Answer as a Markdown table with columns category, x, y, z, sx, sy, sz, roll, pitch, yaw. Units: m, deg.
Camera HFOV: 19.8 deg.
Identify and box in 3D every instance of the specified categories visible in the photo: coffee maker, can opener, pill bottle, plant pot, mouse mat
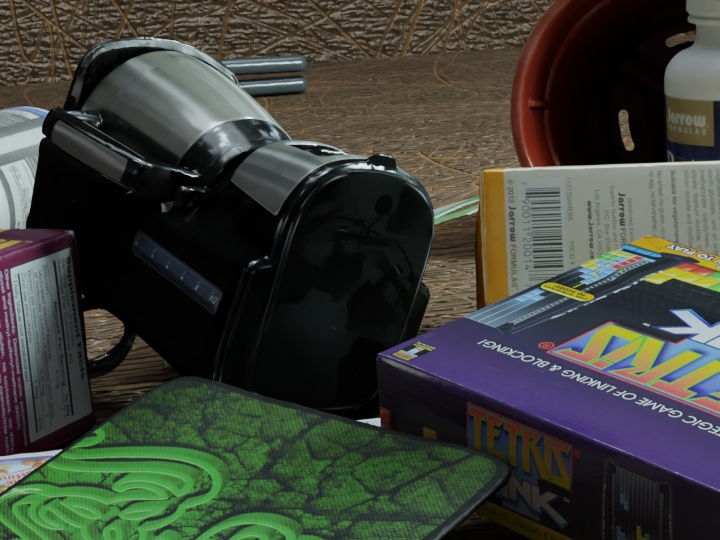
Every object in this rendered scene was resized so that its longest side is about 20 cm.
| category | x | y | z | sx | sy | sz | roll | pitch | yaw |
| --- | --- | --- | --- | --- | --- | --- | --- | --- | --- |
| coffee maker | -0.068 | 0.003 | 1.030 | 0.134 | 0.193 | 0.200 | -17 | 34 | -31 |
| can opener | -0.167 | -0.245 | 2.608 | 0.198 | 0.053 | 0.066 | -5 | 10 | -10 |
| pill bottle | -0.271 | -0.045 | 1.417 | 0.113 | 0.115 | 0.200 | 1 | 11 | 20 |
| plant pot | 0.227 | -0.113 | 1.464 | 0.199 | 0.202 | 0.195 | 0 | 3 | 19 |
| pill bottle | 0.226 | -0.069 | 1.157 | 0.110 | 0.202 | 0.111 | -3 | 10 | 1 |
| mouse mat | -0.062 | 0.094 | 0.769 | 0.199 | 0.008 | 0.161 | 9 | 34 | 44 |

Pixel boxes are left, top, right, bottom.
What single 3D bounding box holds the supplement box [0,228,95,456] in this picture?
| category | x | y | z | sx | sy | sz | roll | pitch | yaw |
| --- | --- | --- | --- | --- | --- | --- | --- | --- | --- |
| supplement box | -0.227 | 0.047 | 0.942 | 0.130 | 0.104 | 0.200 | -1 | 10 | 21 |

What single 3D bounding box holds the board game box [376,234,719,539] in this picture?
| category | x | y | z | sx | sy | sz | roll | pitch | yaw |
| --- | --- | --- | --- | --- | --- | --- | --- | --- | --- |
| board game box | 0.132 | 0.055 | 0.790 | 0.165 | 0.057 | 0.199 | -21 | 28 | -38 |

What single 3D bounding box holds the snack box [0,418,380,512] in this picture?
| category | x | y | z | sx | sy | sz | roll | pitch | yaw |
| --- | --- | --- | --- | --- | --- | --- | --- | --- | --- |
| snack box | -0.076 | 0.091 | 0.874 | 0.198 | 0.025 | 0.072 | -5 | 13 | -10 |

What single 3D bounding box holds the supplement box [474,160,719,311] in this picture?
| category | x | y | z | sx | sy | sz | roll | pitch | yaw |
| --- | --- | --- | --- | --- | --- | --- | --- | --- | --- |
| supplement box | 0.158 | -0.003 | 1.044 | 0.198 | 0.074 | 0.126 | -2 | -16 | 1 |

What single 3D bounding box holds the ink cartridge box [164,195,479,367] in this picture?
| category | x | y | z | sx | sy | sz | roll | pitch | yaw |
| --- | --- | --- | --- | --- | --- | --- | --- | --- | --- |
| ink cartridge box | 0.000 | 0.000 | 1.163 | 0.199 | 0.048 | 0.145 | -12 | 6 | 25 |
